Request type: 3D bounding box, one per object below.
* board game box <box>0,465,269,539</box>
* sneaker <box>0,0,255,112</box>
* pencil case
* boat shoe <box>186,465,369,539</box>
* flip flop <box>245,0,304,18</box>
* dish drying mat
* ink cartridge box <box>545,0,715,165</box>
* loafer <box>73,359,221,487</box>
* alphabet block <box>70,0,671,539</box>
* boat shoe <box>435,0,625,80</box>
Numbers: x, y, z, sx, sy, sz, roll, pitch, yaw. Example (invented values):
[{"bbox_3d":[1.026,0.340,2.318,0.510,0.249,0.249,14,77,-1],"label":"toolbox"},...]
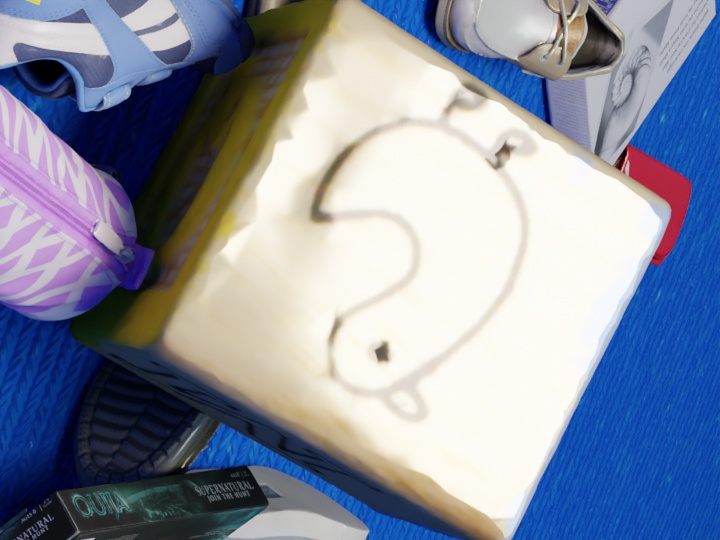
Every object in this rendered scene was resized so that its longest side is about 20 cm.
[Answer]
[{"bbox_3d":[-0.146,0.153,1.323,0.135,0.028,0.200,-37,164,20],"label":"board game box"},{"bbox_3d":[-0.121,-0.115,1.182,0.200,0.074,0.083,18,99,-61],"label":"sneaker"},{"bbox_3d":[-0.165,-0.037,1.134,0.084,0.085,0.200,-63,155,-6],"label":"pencil case"},{"bbox_3d":[-0.065,0.165,1.554,0.072,0.070,0.200,-60,153,8],"label":"boat shoe"},{"bbox_3d":[-0.033,-0.117,1.377,0.201,0.057,0.081,-67,156,-2],"label":"flip flop"},{"bbox_3d":[0.223,-0.050,2.025,0.200,0.018,0.077,18,93,-66],"label":"dish drying mat"},{"bbox_3d":[0.199,-0.158,1.852,0.200,0.040,0.201,-54,153,-29],"label":"ink cartridge box"},{"bbox_3d":[-0.083,0.050,1.393,0.201,0.075,0.070,-57,150,-24],"label":"loafer"},{"bbox_3d":[0.000,0.000,1.261,0.196,0.199,0.196,-63,-163,-10],"label":"alphabet block"},{"bbox_3d":[0.113,-0.162,1.632,0.200,0.068,0.075,-3,113,-64],"label":"boat shoe"}]
